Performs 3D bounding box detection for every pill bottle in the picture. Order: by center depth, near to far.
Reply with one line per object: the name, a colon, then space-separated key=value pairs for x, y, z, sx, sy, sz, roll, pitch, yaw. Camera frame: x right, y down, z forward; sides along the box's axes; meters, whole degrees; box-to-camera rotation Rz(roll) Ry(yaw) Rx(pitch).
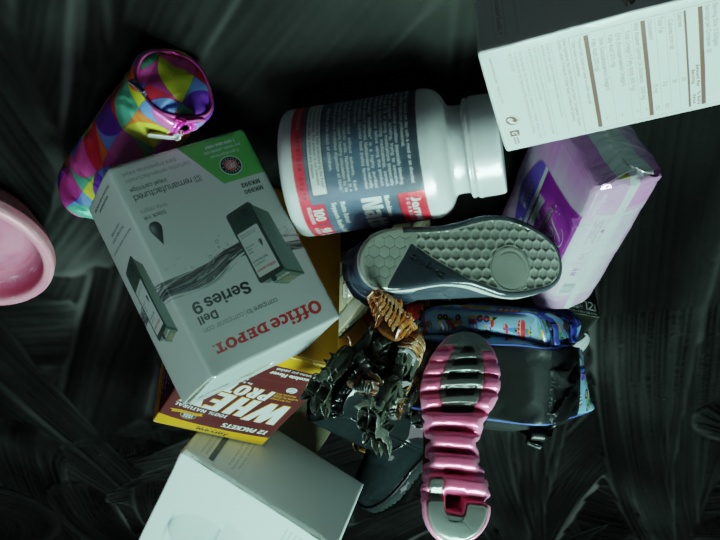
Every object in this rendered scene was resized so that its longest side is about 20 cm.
pill bottle: x=0.032 y=-0.103 z=0.835 sx=0.196 sy=0.121 sz=0.120 roll=-7 pitch=144 yaw=11

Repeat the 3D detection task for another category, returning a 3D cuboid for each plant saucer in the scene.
plant saucer: x=-0.435 y=-0.036 z=0.997 sx=0.196 sy=0.052 sz=0.202 roll=0 pitch=143 yaw=0

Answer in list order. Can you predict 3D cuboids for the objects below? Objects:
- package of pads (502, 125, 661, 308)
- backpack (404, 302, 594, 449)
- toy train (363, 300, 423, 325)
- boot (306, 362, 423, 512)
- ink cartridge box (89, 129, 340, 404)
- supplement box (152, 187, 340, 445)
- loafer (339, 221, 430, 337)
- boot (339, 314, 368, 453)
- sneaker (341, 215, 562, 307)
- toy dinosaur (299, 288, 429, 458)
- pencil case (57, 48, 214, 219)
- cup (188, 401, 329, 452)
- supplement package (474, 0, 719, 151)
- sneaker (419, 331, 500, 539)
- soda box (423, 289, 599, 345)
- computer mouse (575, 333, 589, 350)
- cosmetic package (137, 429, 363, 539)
package of pads: x=0.205 y=-0.067 z=0.875 sx=0.074 sy=0.122 sz=0.201 roll=-10 pitch=146 yaw=-16
backpack: x=0.165 y=0.105 z=0.988 sx=0.180 sy=0.137 sz=0.199 roll=3 pitch=180 yaw=34
toy train: x=0.031 y=0.088 z=1.088 sx=0.084 sy=0.117 sz=0.199 roll=-9 pitch=144 yaw=41
boot: x=0.003 y=0.190 z=1.061 sx=0.167 sy=0.077 sz=0.200 roll=28 pitch=125 yaw=-21
ink cartridge box: x=-0.129 y=-0.006 z=0.811 sx=0.145 sy=0.202 sz=0.084 roll=-24 pitch=171 yaw=-35
supplement box: x=-0.123 y=0.049 z=0.980 sx=0.131 sy=0.200 sz=0.200 roll=16 pitch=142 yaw=-22
loafer: x=0.000 y=0.000 z=1.000 sx=0.068 sy=0.076 sz=0.201 roll=43 pitch=114 yaw=5
boot: x=0.002 y=0.148 z=1.156 sx=0.070 sy=0.146 sz=0.202 roll=-10 pitch=144 yaw=24
sneaker: x=0.080 y=-0.003 z=0.877 sx=0.198 sy=0.078 sz=0.146 roll=2 pitch=171 yaw=-13
toy dinosaur: x=0.017 y=0.086 z=0.857 sx=0.101 sy=0.136 sz=0.202 roll=15 pitch=142 yaw=43
pencil case: x=-0.212 y=-0.120 z=0.844 sx=0.087 sy=0.090 sz=0.199 roll=23 pitch=141 yaw=-28
cup: x=-0.150 y=0.165 z=1.175 sx=0.197 sy=0.201 sz=0.145 roll=-17 pitch=117 yaw=23
supplement package: x=0.195 y=-0.193 z=0.710 sx=0.196 sy=0.119 sz=0.118 roll=-11 pitch=143 yaw=16
sneaker: x=0.089 y=0.162 z=0.876 sx=0.077 sy=0.203 sz=0.096 roll=8 pitch=160 yaw=3
soda box: x=0.175 y=0.031 z=1.064 sx=0.196 sy=0.064 sz=0.071 roll=11 pitch=143 yaw=-12
computer mouse: x=0.206 y=0.094 z=1.167 sx=0.196 sy=0.044 sz=0.110 roll=10 pitch=142 yaw=-12
cosmetic package: x=-0.133 y=0.296 z=1.057 sx=0.198 sy=0.123 sz=0.201 roll=32 pitch=119 yaw=3
